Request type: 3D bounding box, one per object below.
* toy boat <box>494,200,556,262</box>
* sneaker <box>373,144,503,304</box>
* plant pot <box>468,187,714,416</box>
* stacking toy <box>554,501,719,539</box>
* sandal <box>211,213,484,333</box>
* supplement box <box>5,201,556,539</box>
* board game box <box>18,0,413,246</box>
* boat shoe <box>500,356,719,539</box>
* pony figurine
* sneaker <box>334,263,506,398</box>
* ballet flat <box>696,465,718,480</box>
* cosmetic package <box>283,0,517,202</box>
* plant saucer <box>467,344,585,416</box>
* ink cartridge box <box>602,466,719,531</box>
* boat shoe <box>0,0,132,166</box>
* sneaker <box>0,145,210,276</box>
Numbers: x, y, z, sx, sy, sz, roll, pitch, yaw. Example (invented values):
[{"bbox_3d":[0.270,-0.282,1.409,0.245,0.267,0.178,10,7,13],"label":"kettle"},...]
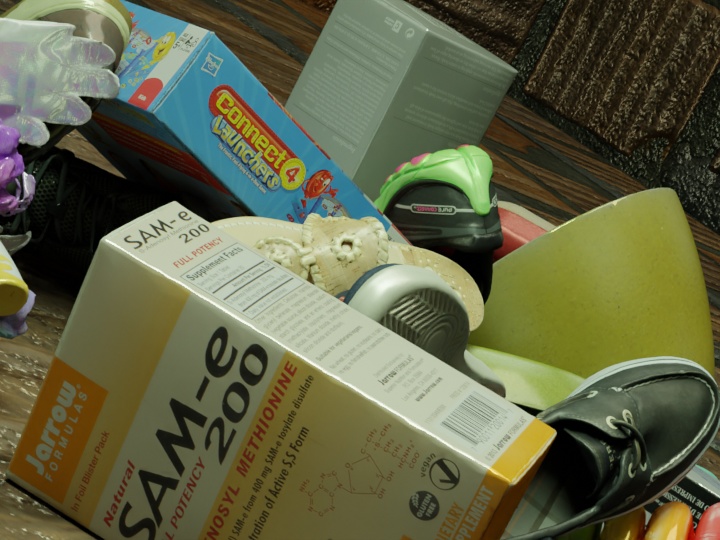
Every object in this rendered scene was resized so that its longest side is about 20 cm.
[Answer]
[{"bbox_3d":[0.126,0.049,1.585,0.199,0.131,0.131,30,41,11],"label":"toy boat"},{"bbox_3d":[0.030,0.004,1.298,0.076,0.200,0.084,-10,66,-22],"label":"sneaker"},{"bbox_3d":[0.156,0.058,1.433,0.143,0.199,0.200,61,20,13],"label":"plant pot"},{"bbox_3d":[0.110,0.152,1.096,0.198,0.111,0.116,16,18,12],"label":"stacking toy"},{"bbox_3d":[-0.002,-0.005,1.146,0.211,0.070,0.078,7,56,-42],"label":"sandal"},{"bbox_3d":[-0.035,0.078,0.918,0.199,0.127,0.073,30,23,12],"label":"supplement box"},{"bbox_3d":[-0.093,-0.072,1.247,0.200,0.056,0.196,25,-16,51],"label":"board game box"},{"bbox_3d":[0.104,0.093,1.029,0.199,0.069,0.057,-24,-1,-29],"label":"boat shoe"},{"bbox_3d":[-0.218,-0.041,1.037,0.192,0.167,0.201,13,32,-30],"label":"pony figurine"},{"bbox_3d":[0.007,0.034,1.031,0.084,0.075,0.200,38,-9,22],"label":"sneaker"},{"bbox_3d":[0.124,0.135,1.270,0.199,0.069,0.071,18,41,-15],"label":"ballet flat"},{"bbox_3d":[0.002,-0.069,1.385,0.090,0.201,0.107,39,12,37],"label":"cosmetic package"},{"bbox_3d":[0.065,0.068,1.296,0.198,0.031,0.200,13,-7,2],"label":"plant saucer"},{"bbox_3d":[0.195,0.172,1.176,0.199,0.094,0.044,32,11,21],"label":"ink cartridge box"},{"bbox_3d":[-0.203,-0.080,1.151,0.072,0.200,0.066,41,33,-30],"label":"boat shoe"},{"bbox_3d":[-0.159,-0.027,1.238,0.114,0.077,0.199,18,4,-27],"label":"sneaker"}]
